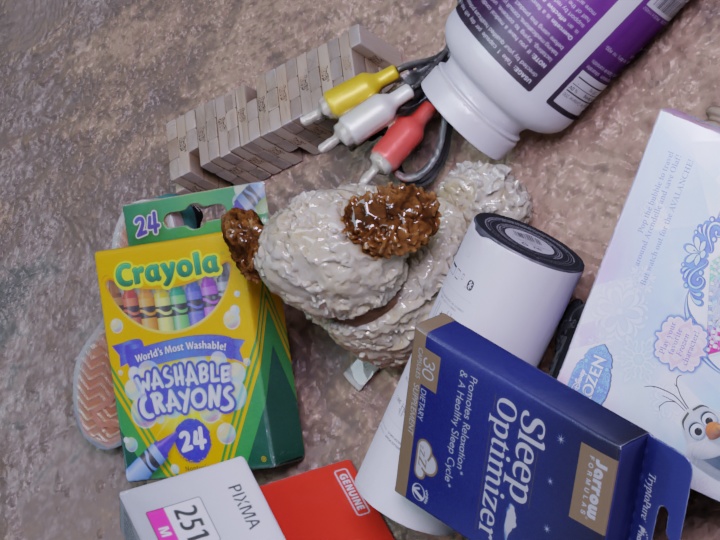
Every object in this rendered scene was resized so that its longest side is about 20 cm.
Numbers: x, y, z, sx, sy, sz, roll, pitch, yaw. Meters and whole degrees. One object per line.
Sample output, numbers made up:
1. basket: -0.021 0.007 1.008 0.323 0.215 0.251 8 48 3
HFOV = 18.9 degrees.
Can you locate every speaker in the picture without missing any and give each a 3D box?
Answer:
1. speaker: 0.068 0.069 1.399 0.081 0.081 0.201 39 112 42

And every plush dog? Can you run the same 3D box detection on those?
1. plush dog: 0.000 0.000 1.452 0.199 0.171 0.162 -13 64 34

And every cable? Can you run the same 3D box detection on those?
1. cable: 0.056 -0.139 1.535 0.200 0.050 0.097 -45 74 2

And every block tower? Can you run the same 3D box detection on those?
1. block tower: -0.061 -0.113 1.633 0.199 0.054 0.058 -25 58 30

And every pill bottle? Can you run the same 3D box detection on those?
1. pill bottle: 0.135 -0.172 1.456 0.200 0.112 0.113 -46 49 14

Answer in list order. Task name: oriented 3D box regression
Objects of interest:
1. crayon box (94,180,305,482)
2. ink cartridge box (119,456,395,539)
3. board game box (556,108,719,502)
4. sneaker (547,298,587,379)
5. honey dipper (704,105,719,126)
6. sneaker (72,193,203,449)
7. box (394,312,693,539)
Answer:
1. crayon box: -0.118 0.045 1.551 0.125 0.051 0.202 -8 90 27
2. ink cartridge box: -0.044 0.205 1.415 0.172 0.044 0.200 -16 49 -19
3. board game box: 0.232 0.035 1.256 0.198 0.043 0.201 24 102 18
4. sneaker: 0.149 0.073 1.373 0.200 0.070 0.100 -47 48 3
5. honey dipper: 0.264 -0.146 1.392 0.038 0.038 0.201 24 86 43
6. sneaker: -0.159 0.039 1.646 0.071 0.080 0.201 22 105 21
7. box: 0.104 0.121 1.283 0.199 0.032 0.122 29 125 37
